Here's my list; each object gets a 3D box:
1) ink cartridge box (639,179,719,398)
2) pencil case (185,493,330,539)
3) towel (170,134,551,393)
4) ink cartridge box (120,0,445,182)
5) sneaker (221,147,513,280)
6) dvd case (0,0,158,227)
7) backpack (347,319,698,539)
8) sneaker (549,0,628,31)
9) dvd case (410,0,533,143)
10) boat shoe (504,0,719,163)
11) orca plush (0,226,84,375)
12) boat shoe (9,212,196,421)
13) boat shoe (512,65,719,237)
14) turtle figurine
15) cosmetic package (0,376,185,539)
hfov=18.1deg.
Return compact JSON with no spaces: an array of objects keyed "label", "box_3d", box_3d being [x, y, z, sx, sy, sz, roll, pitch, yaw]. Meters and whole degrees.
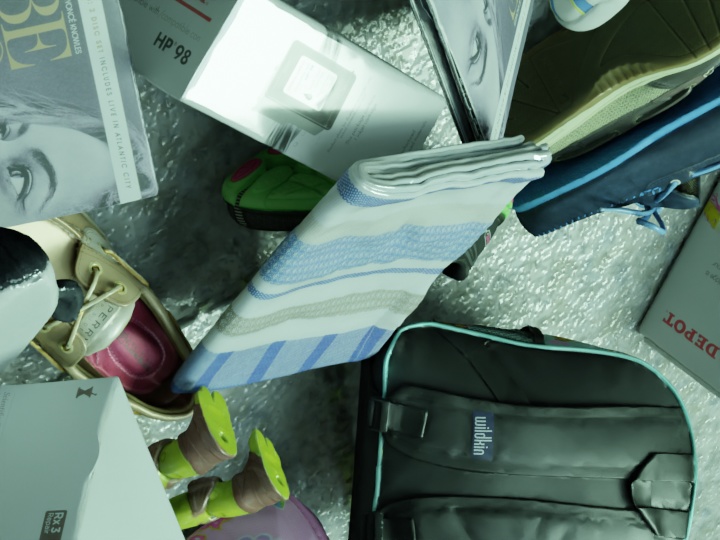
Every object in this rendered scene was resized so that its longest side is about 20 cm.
[{"label":"ink cartridge box","box_3d":[0.296,-0.004,1.488,0.085,0.148,0.200,12,110,-42]},{"label":"pencil case","box_3d":[-0.102,0.210,1.351,0.200,0.087,0.088,-39,135,-14]},{"label":"towel","box_3d":[0.000,0.000,1.195,0.147,0.024,0.200,-10,152,-44]},{"label":"ink cartridge box","box_3d":[-0.065,-0.113,1.137,0.200,0.116,0.067,25,97,-45]},{"label":"sneaker","box_3d":[0.006,-0.024,1.287,0.200,0.077,0.084,6,110,-41]},{"label":"dvd case","box_3d":[-0.205,-0.077,1.067,0.199,0.016,0.149,-13,128,-7]},{"label":"backpack","box_3d":[0.095,0.122,1.352,0.199,0.153,0.176,4,83,-4]},{"label":"sneaker","box_3d":[0.132,-0.237,1.265,0.105,0.076,0.200,18,106,-26]},{"label":"dvd case","box_3d":[0.053,-0.174,1.194,0.200,0.016,0.149,67,28,-44]},{"label":"boat shoe","box_3d":[0.165,-0.126,1.327,0.201,0.072,0.066,-31,155,17]},{"label":"orca plush","box_3d":[-0.196,0.018,1.116,0.105,0.071,0.200,-30,168,-14]},{"label":"boat shoe","box_3d":[-0.144,0.017,1.194,0.074,0.069,0.200,-49,137,-2]},{"label":"boat shoe","box_3d":[0.186,-0.061,1.351,0.200,0.084,0.069,-25,112,26]},{"label":"turtle figurine","box_3d":[-0.132,0.127,1.226,0.161,0.064,0.200,-31,120,18]},{"label":"cosmetic package","box_3d":[-0.139,0.161,1.136,0.081,0.113,0.200,-6,131,14]}]
